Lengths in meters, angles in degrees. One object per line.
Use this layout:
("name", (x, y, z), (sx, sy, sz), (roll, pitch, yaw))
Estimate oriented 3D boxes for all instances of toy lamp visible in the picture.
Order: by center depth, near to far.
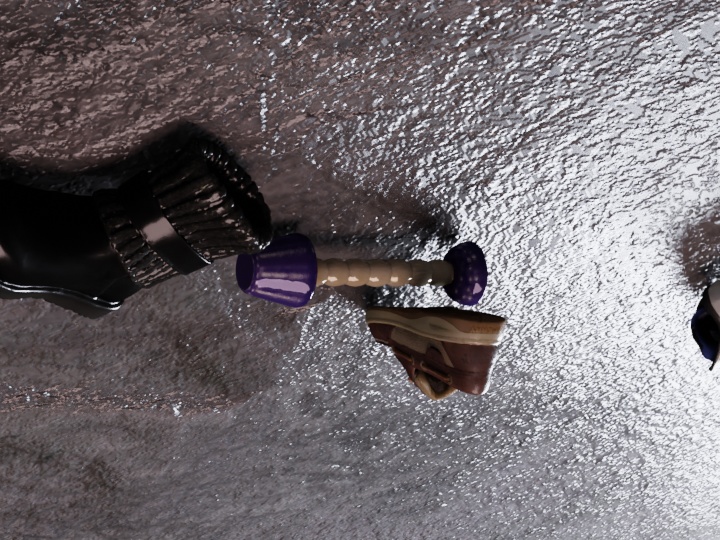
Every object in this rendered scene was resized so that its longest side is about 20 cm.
("toy lamp", (0.000, 0.000, 1.770), (0.199, 0.058, 0.058), (0, 147, -31))

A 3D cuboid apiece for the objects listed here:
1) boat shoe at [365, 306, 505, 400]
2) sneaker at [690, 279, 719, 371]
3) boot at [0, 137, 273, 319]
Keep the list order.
("boat shoe", (0.055, 0.065, 1.806), (0.072, 0.072, 0.200), (0, -178, -23))
("sneaker", (0.352, 0.045, 2.009), (0.115, 0.081, 0.199), (-27, 142, 26))
("boot", (-0.170, -0.038, 1.588), (0.157, 0.080, 0.211), (-22, 162, 24))
